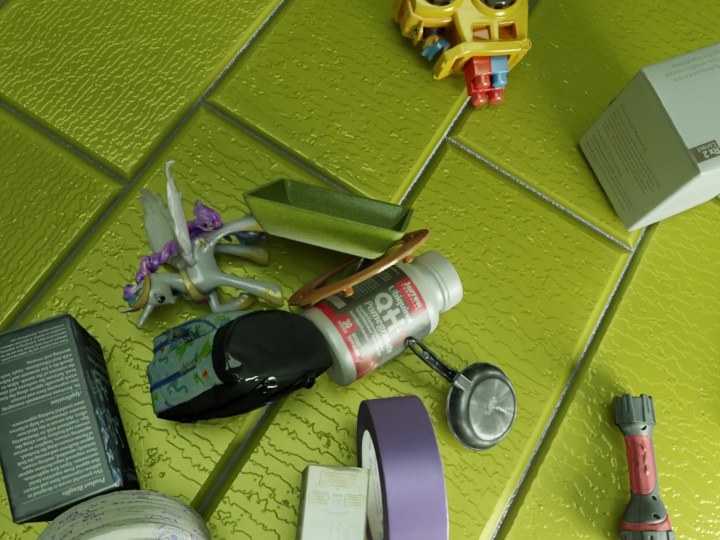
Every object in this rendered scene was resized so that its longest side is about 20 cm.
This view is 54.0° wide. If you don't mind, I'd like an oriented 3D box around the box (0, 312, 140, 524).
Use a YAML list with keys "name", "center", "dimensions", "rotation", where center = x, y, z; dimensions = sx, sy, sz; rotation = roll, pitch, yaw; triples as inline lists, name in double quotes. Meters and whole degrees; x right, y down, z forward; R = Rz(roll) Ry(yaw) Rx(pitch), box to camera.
- name: "box"
  center: [-0.341, 0.172, 0.807]
  dimensions: [0.107, 0.149, 0.201]
  rotation: [-18, 75, -13]

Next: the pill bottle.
- name: "pill bottle"
  center: [0.031, 0.054, 0.915]
  dimensions: [0.200, 0.111, 0.111]
  rotation: [-30, 78, -20]

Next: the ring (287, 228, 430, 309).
- name: "ring"
  center: [0.000, 0.000, 0.893]
  dimensions: [0.200, 0.200, 0.019]
  rotation: [-30, 99, -16]

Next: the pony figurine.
- name: "pony figurine"
  center: [-0.210, -0.027, 0.906]
  dimensions: [0.199, 0.166, 0.194]
  rotation: [-3, 79, -25]

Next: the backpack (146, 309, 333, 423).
- name: "backpack"
  center: [-0.163, 0.114, 0.836]
  dimensions: [0.163, 0.200, 0.154]
  rotation: [-2, 57, -51]

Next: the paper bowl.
- name: "paper bowl"
  center: [-0.257, 0.327, 0.761]
  dimensions: [0.200, 0.104, 0.202]
  rotation: [-8, 113, -19]

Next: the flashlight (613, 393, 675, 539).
- name: "flashlight"
  center: [0.362, 0.263, 0.917]
  dimensions: [0.068, 0.068, 0.201]
  rotation: [3, 72, -12]

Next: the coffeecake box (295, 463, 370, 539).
- name: "coffeecake box"
  center: [-0.039, 0.327, 0.793]
  dimensions: [0.073, 0.154, 0.201]
  rotation: [7, 71, -5]

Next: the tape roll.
- name: "tape roll"
  center: [0.042, 0.246, 0.807]
  dimensions: [0.065, 0.200, 0.201]
  rotation: [-5, 72, -9]

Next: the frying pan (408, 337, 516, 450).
- name: "frying pan"
  center: [0.146, 0.144, 0.911]
  dimensions: [0.115, 0.031, 0.191]
  rotation: [-32, 104, -28]

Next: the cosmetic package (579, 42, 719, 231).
- name: "cosmetic package"
  center: [0.452, -0.186, 1.002]
  dimensions: [0.164, 0.200, 0.166]
  rotation: [-20, 75, -14]

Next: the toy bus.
- name: "toy bus"
  center: [0.157, -0.350, 1.075]
  dimensions: [0.199, 0.136, 0.193]
  rotation: [-4, 88, -7]

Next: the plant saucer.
- name: "plant saucer"
  center: [-0.036, -0.067, 0.922]
  dimensions: [0.199, 0.200, 0.048]
  rotation: [14, 105, 5]
